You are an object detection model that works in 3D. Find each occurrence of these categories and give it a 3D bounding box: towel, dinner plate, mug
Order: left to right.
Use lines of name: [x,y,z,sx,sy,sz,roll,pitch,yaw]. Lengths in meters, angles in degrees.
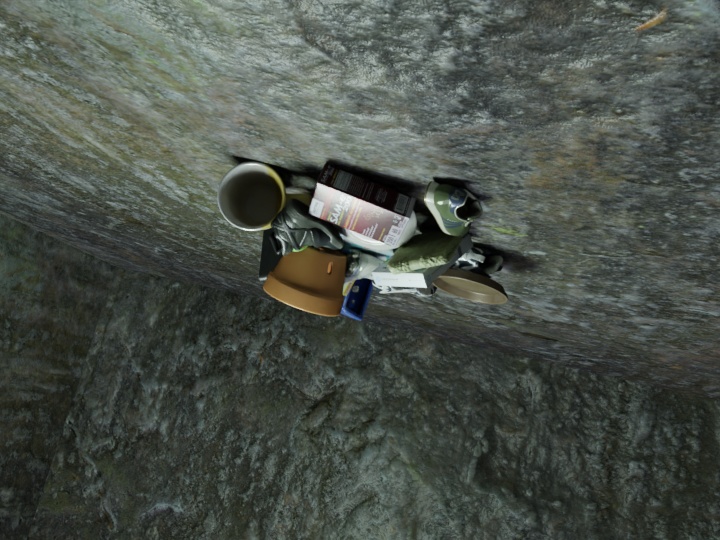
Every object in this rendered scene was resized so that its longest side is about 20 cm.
mug: [-0.217,-0.146,1.579,0.186,0.150,0.153,33,178,4]
dinner plate: [0.024,-0.109,1.527,0.200,0.024,0.200,11,139,10]
towel: [0.150,-0.046,1.559,0.148,0.037,0.200,-11,-163,23]

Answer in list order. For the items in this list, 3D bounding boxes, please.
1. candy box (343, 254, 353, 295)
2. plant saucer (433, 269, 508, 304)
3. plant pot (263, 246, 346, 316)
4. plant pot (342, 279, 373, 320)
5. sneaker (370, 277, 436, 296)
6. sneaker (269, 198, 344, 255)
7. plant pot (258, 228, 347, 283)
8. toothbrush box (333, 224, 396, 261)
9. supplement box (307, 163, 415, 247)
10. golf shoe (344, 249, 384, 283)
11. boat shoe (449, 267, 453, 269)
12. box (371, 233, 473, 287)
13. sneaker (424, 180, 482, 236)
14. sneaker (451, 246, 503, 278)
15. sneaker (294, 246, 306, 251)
candy box: [-0.083,-0.019,1.969,0.200,0.102,0.026,35,-173,40]
plant saucer: [0.277,0.040,1.767,0.200,0.030,0.200,17,168,4]
plant pot: [-0.120,0.008,1.693,0.200,0.140,0.200,20,-172,-3]
plant pot: [-0.069,0.020,2.095,0.179,0.200,0.200,17,171,20]
sneaker: [0.103,0.024,1.862,0.199,0.080,0.129,-2,-173,-42]
sneaker: [-0.124,-0.078,1.532,0.114,0.076,0.199,-39,148,18]
plant pot: [-0.141,-0.046,1.886,0.177,0.200,0.199,-2,163,23]
toothbrush box: [0.021,-0.092,1.695,0.146,0.085,0.200,12,168,7]
supplement box: [0.001,-0.132,1.440,0.200,0.061,0.109,21,144,-2]
golf shoe: [0.000,0.000,1.772,0.097,0.078,0.200,11,172,-13]
boat shoe: [0.219,-0.027,1.843,0.064,0.071,0.200,-28,152,18]
box: [0.145,-0.026,1.631,0.156,0.200,0.041,2,121,44]
sneaker: [0.202,-0.113,1.394,0.090,0.067,0.200,14,167,31]
sneaker: [0.310,-0.006,1.759,0.129,0.080,0.199,17,162,38]
sneaker: [-0.119,-0.112,1.642,0.084,0.077,0.200,22,-146,33]
